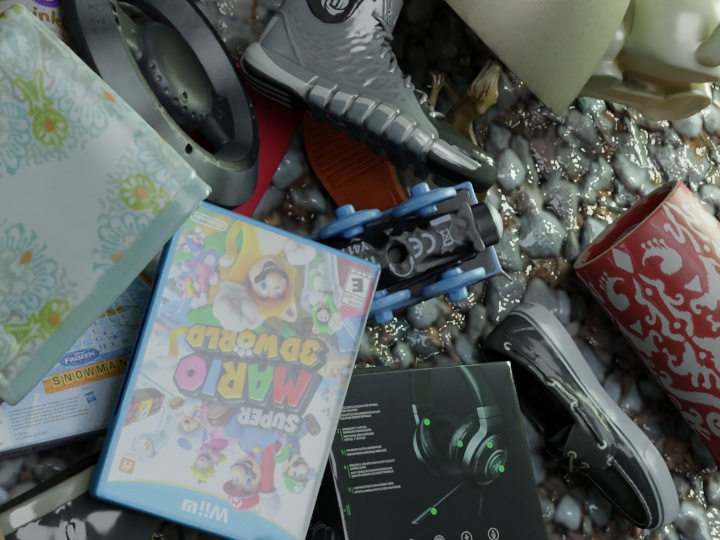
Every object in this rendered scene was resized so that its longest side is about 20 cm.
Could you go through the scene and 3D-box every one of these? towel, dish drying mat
[{"bbox_3d":[-0.218,-0.035,1.440,0.171,0.048,0.200,44,87,-8],"label":"towel"},{"bbox_3d":[-0.110,-0.057,1.645,0.077,0.018,0.200,36,59,-15],"label":"dish drying mat"}]

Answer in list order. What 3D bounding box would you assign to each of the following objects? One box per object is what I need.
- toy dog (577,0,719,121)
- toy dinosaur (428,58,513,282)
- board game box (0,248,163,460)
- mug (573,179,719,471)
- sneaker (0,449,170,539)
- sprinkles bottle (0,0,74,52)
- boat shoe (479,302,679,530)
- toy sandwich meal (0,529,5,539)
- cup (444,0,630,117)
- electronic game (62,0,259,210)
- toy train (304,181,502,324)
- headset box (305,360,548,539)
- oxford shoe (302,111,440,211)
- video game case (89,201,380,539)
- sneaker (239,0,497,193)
[{"bbox_3d":[0.229,-0.240,1.841,0.139,0.194,0.201,7,76,-20],"label":"toy dog"},{"bbox_3d":[0.070,-0.079,1.735,0.058,0.200,0.101,-22,45,-19],"label":"toy dinosaur"},{"bbox_3d":[-0.197,0.013,1.534,0.199,0.041,0.200,-11,79,-32],"label":"board game box"},{"bbox_3d":[0.266,0.038,1.829,0.133,0.178,0.200,-41,96,0],"label":"mug"},{"bbox_3d":[-0.150,0.170,1.512,0.200,0.075,0.107,-27,95,-29],"label":"sneaker"},{"bbox_3d":[-0.221,-0.164,1.542,0.068,0.068,0.201,16,51,-30],"label":"sprinkles bottle"},{"bbox_3d":[0.160,0.118,1.747,0.057,0.069,0.200,-36,90,-29],"label":"boat shoe"},{"bbox_3d":[-0.272,0.226,1.347,0.070,0.205,0.206,10,60,16],"label":"toy sandwich meal"},{"bbox_3d":[0.129,-0.235,1.730,0.143,0.200,0.200,-44,105,7],"label":"cup"},{"bbox_3d":[-0.132,-0.130,1.575,0.200,0.042,0.200,48,25,-31],"label":"electronic game"},{"bbox_3d":[0.000,0.000,1.602,0.199,0.114,0.087,-20,88,-6],"label":"toy train"},{"bbox_3d":[0.030,0.161,1.619,0.174,0.093,0.201,-4,76,-35],"label":"headset box"},{"bbox_3d":[0.014,-0.075,1.717,0.073,0.071,0.201,-10,82,-58],"label":"oxford shoe"},{"bbox_3d":[-0.078,0.069,1.497,0.143,0.018,0.201,20,78,-18],"label":"video game case"},{"bbox_3d":[0.024,-0.143,1.642,0.199,0.075,0.116,28,79,3],"label":"sneaker"}]
